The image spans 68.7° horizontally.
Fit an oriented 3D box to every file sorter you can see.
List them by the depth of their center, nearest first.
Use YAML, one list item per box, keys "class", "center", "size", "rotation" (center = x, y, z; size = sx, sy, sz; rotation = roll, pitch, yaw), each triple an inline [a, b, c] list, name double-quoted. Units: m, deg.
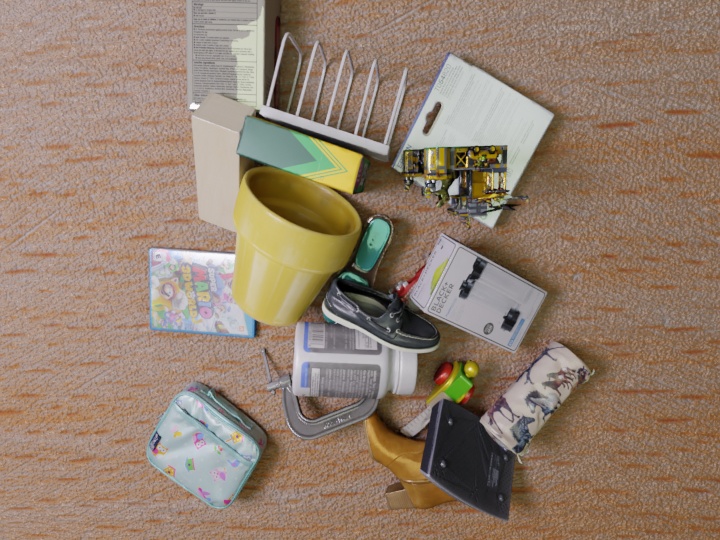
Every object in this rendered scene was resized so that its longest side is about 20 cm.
- class: "file sorter"
  center: [-0.033, -0.261, 0.807]
  size: [0.193, 0.139, 0.129]
  rotation: [17, 97, 2]

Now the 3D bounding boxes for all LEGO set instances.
- class: "LEGO set"
  center: [0.134, -0.115, 0.758]
  size: [0.148, 0.200, 0.121]
  rotation: [-5, 102, -15]

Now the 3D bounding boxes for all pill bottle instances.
- class: "pill bottle"
  center: [-0.010, 0.145, 0.847]
  size: [0.191, 0.114, 0.119]
  rotation: [4, 99, -5]

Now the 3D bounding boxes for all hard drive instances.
- class: "hard drive"
  center: [0.178, 0.312, 0.864]
  size: [0.198, 0.139, 0.042]
  rotation: [36, 145, -26]

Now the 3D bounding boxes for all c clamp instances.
- class: "c clamp"
  center: [-0.068, 0.192, 0.906]
  size: [0.192, 0.027, 0.177]
  rotation: [-14, 66, -2]

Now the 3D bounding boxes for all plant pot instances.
- class: "plant pot"
  center: [-0.119, -0.029, 0.830]
  size: [0.196, 0.202, 0.193]
  rotation: [27, 116, 0]

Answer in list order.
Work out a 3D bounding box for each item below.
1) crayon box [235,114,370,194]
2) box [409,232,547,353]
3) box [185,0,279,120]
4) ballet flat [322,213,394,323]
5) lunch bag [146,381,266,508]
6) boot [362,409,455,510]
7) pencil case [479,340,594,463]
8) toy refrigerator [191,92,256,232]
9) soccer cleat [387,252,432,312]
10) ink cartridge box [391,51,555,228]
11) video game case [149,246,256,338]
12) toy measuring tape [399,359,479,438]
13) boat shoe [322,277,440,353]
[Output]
- class: "crayon box"
  center: [-0.074, -0.168, 0.791]
  size: [0.167, 0.200, 0.060]
  rotation: [20, 100, 1]
- class: "box"
  center: [0.187, 0.039, 0.833]
  size: [0.195, 0.060, 0.119]
  rotation: [26, 99, -24]
- class: "box"
  center: [-0.194, -0.346, 0.820]
  size: [0.122, 0.109, 0.209]
  rotation: [3, 99, 4]
- class: "ballet flat"
  center: [0.000, 0.000, 0.879]
  size: [0.069, 0.065, 0.204]
  rotation: [32, 102, 1]
- class: "lunch bag"
  center: [-0.274, 0.307, 0.941]
  size: [0.197, 0.077, 0.163]
  rotation: [35, 100, -1]
- class: "boot"
  center: [0.091, 0.308, 0.906]
  size: [0.139, 0.071, 0.208]
  rotation: [-18, 94, 14]
- class: "pencil case"
  center: [0.290, 0.208, 0.860]
  size: [0.089, 0.078, 0.200]
  rotation: [44, 86, 8]
- class: "toy refrigerator"
  center: [-0.208, -0.162, 0.817]
  size: [0.073, 0.071, 0.203]
  rotation: [18, 139, 2]
- class: "soccer cleat"
  center: [0.106, 0.040, 0.877]
  size: [0.199, 0.069, 0.086]
  rotation: [-43, 94, 6]
- class: "ink cartridge box"
  center: [0.176, -0.205, 0.845]
  size: [0.196, 0.041, 0.204]
  rotation: [30, 100, 0]
- class: "video game case"
  center: [-0.278, 0.039, 0.931]
  size: [0.191, 0.018, 0.150]
  rotation: [4, 98, 4]
- class: "toy measuring tape"
  center: [0.139, 0.216, 0.913]
  size: [0.073, 0.074, 0.201]
  rotation: [37, 122, -1]
- class: "boat shoe"
  center: [0.037, 0.062, 0.811]
  size: [0.193, 0.075, 0.068]
  rotation: [23, 126, 8]
